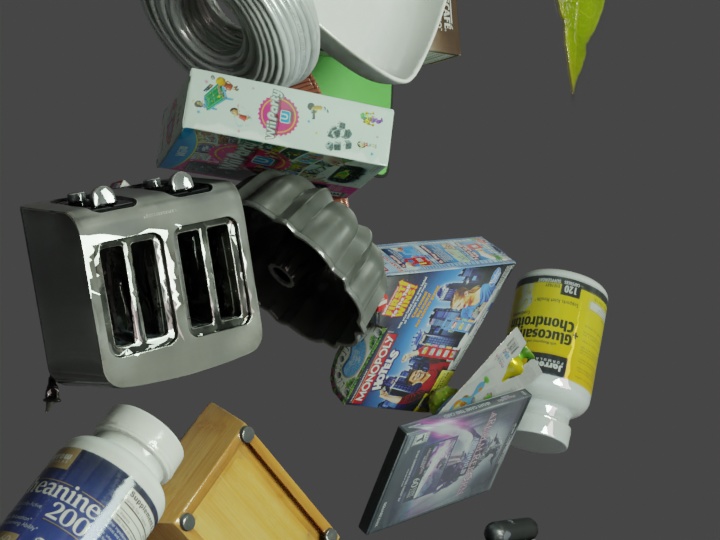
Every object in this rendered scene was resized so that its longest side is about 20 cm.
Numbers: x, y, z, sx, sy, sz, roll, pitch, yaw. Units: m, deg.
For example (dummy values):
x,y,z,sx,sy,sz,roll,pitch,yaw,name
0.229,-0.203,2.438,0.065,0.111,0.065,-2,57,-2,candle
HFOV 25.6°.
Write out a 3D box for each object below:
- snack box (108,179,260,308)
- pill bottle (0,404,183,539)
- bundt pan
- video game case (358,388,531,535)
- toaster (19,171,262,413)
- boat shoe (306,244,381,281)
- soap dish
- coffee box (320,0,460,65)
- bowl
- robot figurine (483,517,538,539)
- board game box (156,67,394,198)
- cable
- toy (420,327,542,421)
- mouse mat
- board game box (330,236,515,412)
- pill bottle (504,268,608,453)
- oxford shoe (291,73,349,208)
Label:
x,y,z,sx,sy,sz,roll,pitch,yaw,name
-0.185,0.002,1.555,0.200,0.024,0.072,44,58,-30,snack box
-0.244,0.218,1.405,0.111,0.111,0.200,52,52,-24,pill bottle
-0.056,-0.020,1.551,0.076,0.202,0.202,-50,117,-25,bundt pan
0.094,0.207,1.729,0.200,0.019,0.143,-11,132,-42,video game case
-0.201,0.016,1.449,0.181,0.119,0.200,-13,98,-36,toaster
0.000,0.000,1.701,0.200,0.066,0.070,11,76,-42,boat shoe
-0.119,0.252,1.539,0.200,0.081,0.157,53,52,-23,soap dish
0.011,-0.293,1.739,0.200,0.080,0.115,0,84,-42,coffee box
-0.008,-0.303,1.622,0.200,0.075,0.200,34,63,-30,bowl
0.147,0.361,1.748,0.200,0.150,0.125,-1,56,-43,robot figurine
-0.086,-0.129,1.539,0.200,0.148,0.064,10,76,-15,board game box
-0.128,-0.253,1.530,0.200,0.200,0.069,46,58,-4,cable
0.109,0.150,1.748,0.200,0.047,0.115,-43,145,-6,toy
-0.022,-0.212,1.757,0.161,0.008,0.200,13,75,-41,mouse mat
0.043,0.048,1.685,0.200,0.062,0.200,13,111,-48,board game box
0.221,0.108,1.863,0.112,0.112,0.200,30,63,-36,pill bottle
-0.060,-0.129,1.673,0.074,0.071,0.200,36,41,-83,oxford shoe
